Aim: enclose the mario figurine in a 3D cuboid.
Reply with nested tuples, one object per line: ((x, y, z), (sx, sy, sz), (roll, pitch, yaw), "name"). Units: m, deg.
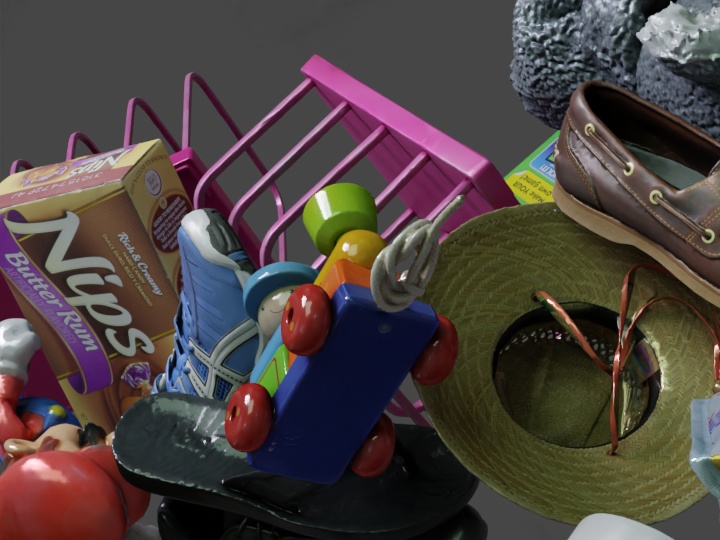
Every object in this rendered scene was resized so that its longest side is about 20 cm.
((-0.165, 0.101, 1.179), (0.107, 0.123, 0.200), (-64, 29, 7), "mario figurine")

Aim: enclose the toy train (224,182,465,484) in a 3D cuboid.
((0.000, 0.000, 0.994), (0.201, 0.084, 0.116), (-59, 28, 36), "toy train")

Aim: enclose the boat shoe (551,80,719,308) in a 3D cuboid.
((0.179, -0.031, 1.031), (0.199, 0.071, 0.070), (29, 37, 30), "boat shoe")

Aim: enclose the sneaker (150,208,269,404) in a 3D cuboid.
((-0.079, 0.061, 1.141), (0.076, 0.201, 0.076), (-14, 28, -10), "sneaker")

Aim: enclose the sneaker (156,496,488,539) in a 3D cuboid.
((-0.027, 0.147, 1.106), (0.199, 0.091, 0.076), (-11, 41, 29), "sneaker")

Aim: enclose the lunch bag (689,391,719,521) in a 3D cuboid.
((0.244, 0.084, 0.922), (0.168, 0.128, 0.200), (-22, 5, 10), "lunch bag")

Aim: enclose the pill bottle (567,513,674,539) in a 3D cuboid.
((0.084, 0.213, 0.888), (0.116, 0.117, 0.201), (13, 59, 46), "pill bottle")

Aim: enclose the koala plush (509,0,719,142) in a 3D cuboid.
((0.189, -0.120, 1.126), (0.184, 0.177, 0.200), (-45, 36, 6), "koala plush")

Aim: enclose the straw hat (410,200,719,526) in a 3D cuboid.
((0.109, 0.064, 1.081), (0.202, 0.200, 0.085), (-64, 1, -33), "straw hat")

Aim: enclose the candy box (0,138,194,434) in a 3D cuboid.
((-0.134, 0.029, 1.226), (0.116, 0.201, 0.057), (-9, 27, 31), "candy box")

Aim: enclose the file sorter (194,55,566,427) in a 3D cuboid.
((0.013, -0.009, 1.195), (0.125, 0.139, 0.200), (-44, 37, -6), "file sorter")

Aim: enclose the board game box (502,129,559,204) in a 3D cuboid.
((0.184, -0.049, 1.203), (0.134, 0.029, 0.200), (-40, 36, -7), "board game box")

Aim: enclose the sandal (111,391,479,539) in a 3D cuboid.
((-0.037, 0.097, 1.071), (0.199, 0.048, 0.076), (6, 49, 12), "sandal")

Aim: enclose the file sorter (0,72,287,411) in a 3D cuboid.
((-0.161, -0.021, 1.359), (0.199, 0.139, 0.126), (-24, 36, 15), "file sorter")
